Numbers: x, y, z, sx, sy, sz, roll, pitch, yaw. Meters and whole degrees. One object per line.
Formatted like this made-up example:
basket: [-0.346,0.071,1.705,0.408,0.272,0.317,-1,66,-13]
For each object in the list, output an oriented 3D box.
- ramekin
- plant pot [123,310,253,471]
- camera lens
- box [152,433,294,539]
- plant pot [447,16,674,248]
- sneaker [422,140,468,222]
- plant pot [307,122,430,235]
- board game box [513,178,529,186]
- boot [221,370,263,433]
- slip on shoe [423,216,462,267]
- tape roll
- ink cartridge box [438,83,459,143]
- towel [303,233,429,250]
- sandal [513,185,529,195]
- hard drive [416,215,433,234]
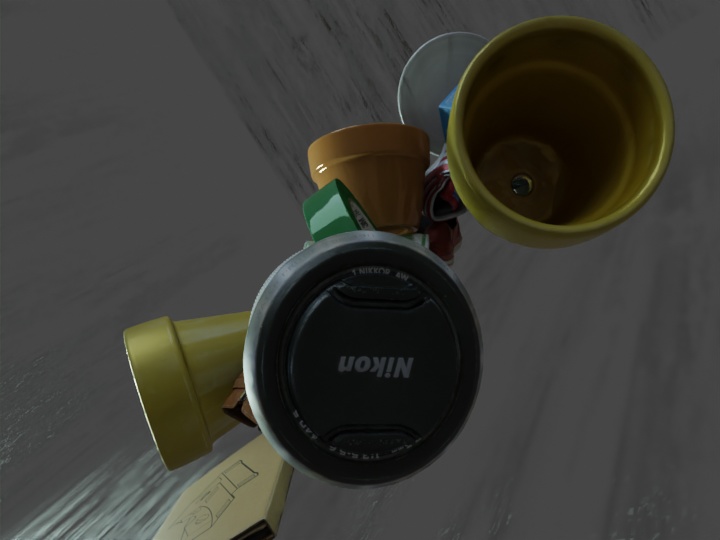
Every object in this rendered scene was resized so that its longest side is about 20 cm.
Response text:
ramekin: [0.165,-0.304,0.956,0.200,0.204,0.095,-32,13,16]
plant pot: [-0.218,0.151,0.793,0.185,0.205,0.200,-19,0,-22]
camera lens: [-0.009,0.057,0.421,0.159,0.162,0.200,-35,6,-9]
box: [-0.129,0.218,0.502,0.162,0.021,0.200,-35,7,5]
plant pot: [0.185,-0.116,0.573,0.199,0.203,0.189,-34,-10,-1]
sneaker: [0.162,-0.167,0.884,0.202,0.070,0.113,-56,23,16]
plant pot: [0.019,-0.126,0.865,0.195,0.144,0.200,-6,-6,-1]
board game box: [0.251,-0.201,0.785,0.132,0.028,0.203,-4,49,20]
boot: [-0.075,0.127,0.672,0.196,0.077,0.157,5,48,36]
slip on shoe: [0.123,-0.045,0.891,0.072,0.063,0.200,0,20,23]
tape roll: [0.008,-0.007,0.632,0.048,0.203,0.201,-31,6,9]
ink cartridge box: [0.219,-0.212,0.739,0.197,0.067,0.116,23,60,36]
towel: [0.000,0.000,0.789,0.195,0.024,0.154,-2,39,12]
sandal: [0.216,-0.139,0.803,0.080,0.057,0.204,-39,33,36]
hard drive: [0.104,-0.052,1.027,0.200,0.038,0.141,-42,-15,-44]
